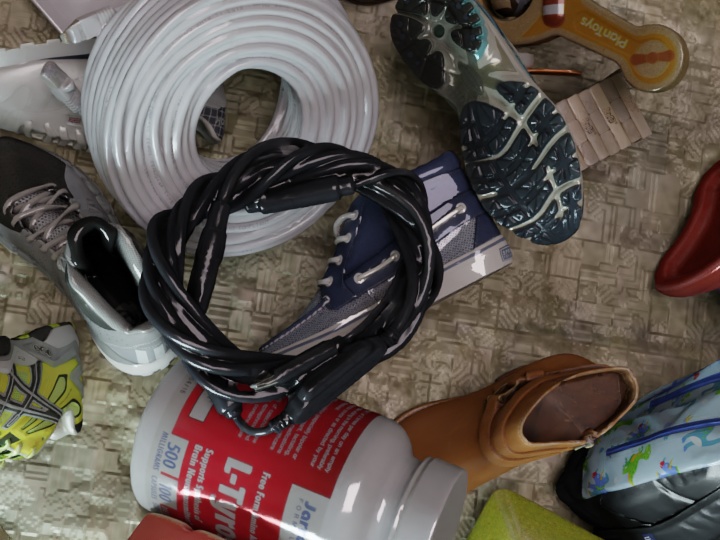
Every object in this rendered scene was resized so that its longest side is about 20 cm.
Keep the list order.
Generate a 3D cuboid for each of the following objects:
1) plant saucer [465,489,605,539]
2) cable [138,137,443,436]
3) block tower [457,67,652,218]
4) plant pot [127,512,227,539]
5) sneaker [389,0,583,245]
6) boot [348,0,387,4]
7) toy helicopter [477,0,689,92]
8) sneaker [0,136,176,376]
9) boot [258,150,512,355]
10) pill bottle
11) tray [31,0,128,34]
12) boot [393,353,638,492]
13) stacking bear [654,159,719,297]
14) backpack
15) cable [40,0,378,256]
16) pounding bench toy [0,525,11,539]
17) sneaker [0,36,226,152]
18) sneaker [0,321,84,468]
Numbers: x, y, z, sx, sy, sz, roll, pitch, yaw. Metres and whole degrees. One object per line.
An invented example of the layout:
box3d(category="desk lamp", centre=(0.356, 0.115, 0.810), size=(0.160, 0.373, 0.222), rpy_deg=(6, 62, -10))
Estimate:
box3d(category="plant saucer", centre=(0.136, 0.287, 0.822), size=(0.199, 0.048, 0.201), rpy_deg=(28, 94, -9))
box3d(category="cable", centre=(-0.039, -0.004, 0.742), size=(0.199, 0.051, 0.163), rpy_deg=(-38, 82, -20))
box3d(category="block tower", centre=(0.124, -0.082, 0.877), size=(0.199, 0.054, 0.058), rpy_deg=(-30, 92, -13))
box3d(category="plant pot", centre=(-0.109, 0.262, 0.732), size=(0.199, 0.200, 0.179), rpy_deg=(27, 71, -8))
box3d(category="sneaker", centre=(0.103, -0.112, 0.810), size=(0.077, 0.086, 0.201), rpy_deg=(-32, 80, 26))
box3d(category="boot", centre=(0.003, -0.238, 0.817), size=(0.198, 0.146, 0.071), rpy_deg=(-21, 87, -14))
box3d(category="toy helicopter", centre=(0.143, -0.178, 0.851), size=(0.199, 0.079, 0.133), rpy_deg=(35, 108, 26))
box3d(category="sneaker", centre=(-0.185, -0.028, 0.758), size=(0.075, 0.116, 0.200), rpy_deg=(-41, 81, -17))
box3d(category="boot", centre=(0.000, 0.000, 0.819), size=(0.199, 0.073, 0.091), rpy_deg=(-28, 85, 6))
box3d(category="pill bottle", centre=(-0.037, 0.134, 0.754), size=(0.198, 0.112, 0.113), rpy_deg=(18, 80, 18))
box3d(category="tray", centre=(-0.167, -0.260, 0.846), size=(0.200, 0.022, 0.108), rpy_deg=(-44, 94, -13))
box3d(category="boot", centre=(0.085, 0.116, 0.797), size=(0.199, 0.155, 0.074), rpy_deg=(-35, 93, -13))
box3d(category="stacking bear", centre=(0.346, 0.013, 0.893), size=(0.199, 0.114, 0.122), rpy_deg=(32, 79, -12))
box3d(category="backpack", centre=(0.260, 0.137, 0.811), size=(0.162, 0.200, 0.155), rpy_deg=(31, 70, -7))
box3d(category="cable", centre=(-0.082, -0.107, 0.777), size=(0.199, 0.069, 0.201), rpy_deg=(-34, 130, -8))
box3d(category="pounding bench toy", centre=(-0.320, 0.127, 0.722), size=(0.198, 0.124, 0.158), rpy_deg=(-7, 86, -13))
box3d(category="sneaker", centre=(-0.189, -0.114, 0.801), size=(0.198, 0.076, 0.081), rpy_deg=(-10, 95, -15))
box3d(category="sneaker", centre=(-0.225, 0.083, 0.717), size=(0.075, 0.200, 0.077), rpy_deg=(-19, 90, 22))
